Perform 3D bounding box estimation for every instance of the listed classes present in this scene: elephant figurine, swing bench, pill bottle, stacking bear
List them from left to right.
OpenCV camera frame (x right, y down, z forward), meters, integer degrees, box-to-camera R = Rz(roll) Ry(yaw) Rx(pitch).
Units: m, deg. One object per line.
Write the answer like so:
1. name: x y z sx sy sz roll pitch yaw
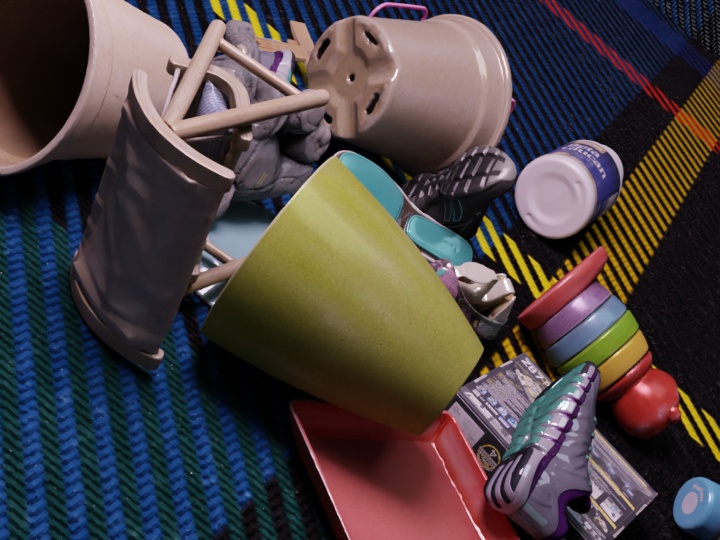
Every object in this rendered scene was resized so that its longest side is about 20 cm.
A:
1. swing bench: -0.145 -0.065 1.005 0.129 0.200 0.200 32 35 6
2. elephant figurine: -0.134 -0.158 1.223 0.199 0.143 0.154 37 25 34
3. pill bottle: 0.295 -0.118 1.686 0.111 0.111 0.199 44 29 11
4. stacking bear: 0.279 0.097 1.379 0.201 0.121 0.113 51 45 5

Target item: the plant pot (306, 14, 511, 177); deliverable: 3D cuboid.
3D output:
1. plant pot: 0.043 -0.209 1.413 0.182 0.201 0.201 3 44 -50

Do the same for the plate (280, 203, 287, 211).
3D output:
1. plate: 0.000 0.000 1.231 0.200 0.026 0.201 40 22 -20

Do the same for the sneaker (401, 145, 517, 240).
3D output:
1. sneaker: 0.116 -0.081 1.373 0.079 0.199 0.076 42 62 -19

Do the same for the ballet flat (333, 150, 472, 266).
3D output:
1. ballet flat: 0.034 -0.052 1.349 0.199 0.069 0.070 36 28 -17

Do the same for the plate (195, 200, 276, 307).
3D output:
1. plate: -0.099 -0.014 1.186 0.198 0.026 0.201 27 31 -18

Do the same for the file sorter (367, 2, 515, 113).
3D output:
1. file sorter: 0.084 -0.239 1.603 0.201 0.126 0.138 50 32 20

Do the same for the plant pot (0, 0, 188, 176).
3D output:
1. plant pot: -0.254 -0.176 1.096 0.201 0.201 0.183 50 20 21

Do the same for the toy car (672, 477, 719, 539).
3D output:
1. toy car: 0.458 0.261 1.250 0.183 0.201 0.178 27 31 -17

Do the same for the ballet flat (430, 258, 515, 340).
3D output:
1. ballet flat: 0.118 0.027 1.277 0.199 0.071 0.070 21 38 -59

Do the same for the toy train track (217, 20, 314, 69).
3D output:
1. toy train track: -0.104 -0.266 1.531 0.198 0.033 0.116 6 50 -36

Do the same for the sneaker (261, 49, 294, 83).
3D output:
1. sneaker: -0.124 -0.189 1.367 0.086 0.075 0.201 9 30 -5

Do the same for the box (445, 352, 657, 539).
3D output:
1. box: 0.184 0.183 1.206 0.200 0.049 0.160 47 33 15

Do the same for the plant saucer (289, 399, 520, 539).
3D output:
1. plant saucer: 0.041 0.202 1.031 0.198 0.037 0.201 11 40 -42

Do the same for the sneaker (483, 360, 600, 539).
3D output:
1. sneaker: 0.184 0.170 1.125 0.088 0.074 0.200 47 48 -5

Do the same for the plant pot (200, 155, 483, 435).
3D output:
1. plant pot: -0.001 0.041 1.037 0.199 0.188 0.187 38 29 1
